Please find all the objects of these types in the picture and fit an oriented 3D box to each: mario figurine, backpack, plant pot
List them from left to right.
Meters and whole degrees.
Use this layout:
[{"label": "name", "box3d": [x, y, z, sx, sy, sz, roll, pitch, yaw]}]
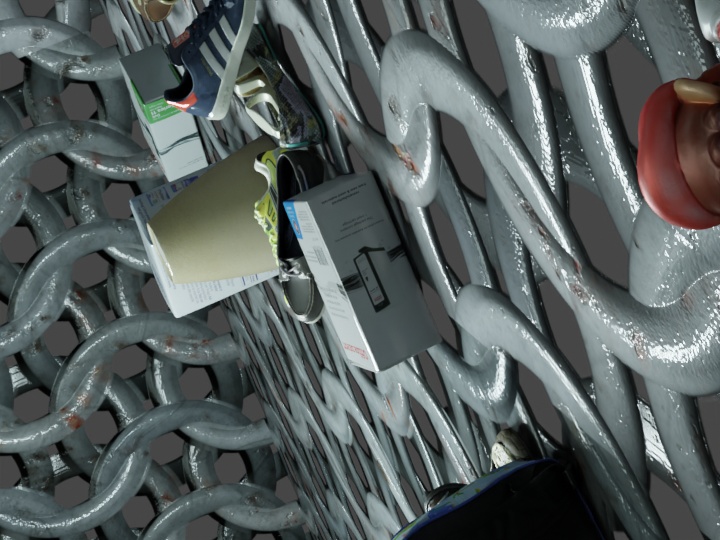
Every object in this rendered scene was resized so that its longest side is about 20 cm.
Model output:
[{"label": "plant pot", "box3d": [-0.188, -0.065, 2.137, 0.187, 0.199, 0.188, 156, 90, -79]}, {"label": "backpack", "box3d": [0.120, 0.284, 1.401, 0.184, 0.199, 0.147, 64, 166, 4]}, {"label": "mario figurine", "box3d": [0.204, -0.067, 0.672, 0.200, 0.106, 0.124, 9, 87, 65]}]

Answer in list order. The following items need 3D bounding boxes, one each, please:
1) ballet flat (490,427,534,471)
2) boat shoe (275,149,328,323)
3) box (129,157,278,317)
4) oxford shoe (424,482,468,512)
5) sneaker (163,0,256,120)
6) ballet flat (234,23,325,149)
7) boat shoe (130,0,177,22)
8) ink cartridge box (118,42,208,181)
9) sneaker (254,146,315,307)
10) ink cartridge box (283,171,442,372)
[{"label": "ballet flat", "box3d": [0.147, 0.219, 1.548, 0.067, 0.046, 0.200, 60, 167, 26]}, {"label": "boat shoe", "box3d": [-0.075, -0.041, 1.774, 0.067, 0.057, 0.201, -6, 81, 42]}, {"label": "box", "box3d": [-0.225, -0.054, 2.329, 0.184, 0.199, 0.105, 80, 163, -52]}, {"label": "oxford shoe", "box3d": [0.141, 0.283, 1.510, 0.200, 0.073, 0.084, 42, -163, -18]}, {"label": "sneaker", "box3d": [-0.177, -0.271, 1.771, 0.075, 0.084, 0.201, -120, 42, -60]}, {"label": "ballet flat", "box3d": [-0.111, -0.215, 1.802, 0.201, 0.072, 0.072, 59, 167, 34]}, {"label": "boat shoe", "box3d": [-0.297, -0.415, 2.257, 0.075, 0.075, 0.202, 56, 166, 18]}, {"label": "ink cartridge box", "box3d": [-0.351, -0.280, 2.761, 0.147, 0.083, 0.200, 57, 167, 40]}, {"label": "sneaker", "box3d": [-0.090, -0.052, 1.856, 0.075, 0.076, 0.201, 112, 157, -74]}, {"label": "ink cartridge box", "box3d": [0.000, 0.000, 1.684, 0.201, 0.084, 0.146, 67, 169, -8]}]
